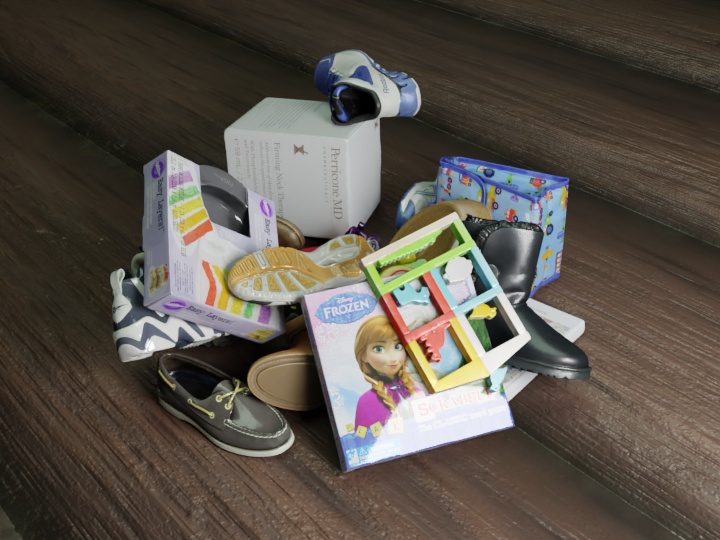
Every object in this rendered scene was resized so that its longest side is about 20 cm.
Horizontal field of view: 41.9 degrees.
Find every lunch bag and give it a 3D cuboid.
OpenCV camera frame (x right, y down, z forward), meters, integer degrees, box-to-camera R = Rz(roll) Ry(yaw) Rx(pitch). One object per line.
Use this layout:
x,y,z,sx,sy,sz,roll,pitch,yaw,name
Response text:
0.181,-0.072,1.326,0.199,0.151,0.094,21,34,36,lunch bag

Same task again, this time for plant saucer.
0.088,-0.023,1.260,0.200,0.035,0.201,-36,31,26,plant saucer

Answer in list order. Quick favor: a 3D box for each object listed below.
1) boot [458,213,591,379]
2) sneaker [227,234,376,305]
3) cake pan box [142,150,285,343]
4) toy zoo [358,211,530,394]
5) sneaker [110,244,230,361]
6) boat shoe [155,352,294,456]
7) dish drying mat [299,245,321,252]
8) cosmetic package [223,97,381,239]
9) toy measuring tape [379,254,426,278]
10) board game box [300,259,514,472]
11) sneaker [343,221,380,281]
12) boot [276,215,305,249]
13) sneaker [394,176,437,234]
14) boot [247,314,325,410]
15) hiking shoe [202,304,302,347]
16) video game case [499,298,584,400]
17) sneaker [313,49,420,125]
0.192,0.028,1.114,0.199,0.169,0.076,16,6,31,boot
-0.072,0.018,1.130,0.199,0.088,0.076,-9,60,-34,sneaker
-0.174,-0.027,1.125,0.052,0.184,0.201,-25,57,30,cake pan box
0.102,0.048,1.054,0.131,0.020,0.201,-26,79,-16,toy zoo
-0.223,0.029,1.129,0.079,0.130,0.199,-19,-5,40,sneaker
-0.164,0.155,1.099,0.201,0.061,0.072,19,39,30,boat shoe
-0.079,-0.006,1.376,0.199,0.018,0.077,-12,34,-14,dish drying mat
-0.084,-0.162,1.467,0.199,0.168,0.166,7,28,17,cosmetic package
0.050,0.064,1.152,0.073,0.074,0.201,-2,67,3,toy measuring tape
0.051,0.105,1.062,0.199,0.041,0.200,-13,77,-13,board game box
0.000,0.000,1.254,0.074,0.088,0.200,26,15,-28,sneaker
-0.175,-0.044,1.408,0.199,0.074,0.076,7,45,30,boot
0.133,-0.102,1.450,0.088,0.076,0.200,21,41,32,sneaker
-0.068,0.100,1.156,0.199,0.074,0.155,0,23,-30,boot
-0.134,0.031,1.249,0.199,0.101,0.076,-19,37,-22,hiking shoe
0.159,0.085,1.209,0.182,0.023,0.200,24,42,36,video game case
-0.017,-0.273,1.409,0.115,0.081,0.199,-21,36,-38,sneaker
